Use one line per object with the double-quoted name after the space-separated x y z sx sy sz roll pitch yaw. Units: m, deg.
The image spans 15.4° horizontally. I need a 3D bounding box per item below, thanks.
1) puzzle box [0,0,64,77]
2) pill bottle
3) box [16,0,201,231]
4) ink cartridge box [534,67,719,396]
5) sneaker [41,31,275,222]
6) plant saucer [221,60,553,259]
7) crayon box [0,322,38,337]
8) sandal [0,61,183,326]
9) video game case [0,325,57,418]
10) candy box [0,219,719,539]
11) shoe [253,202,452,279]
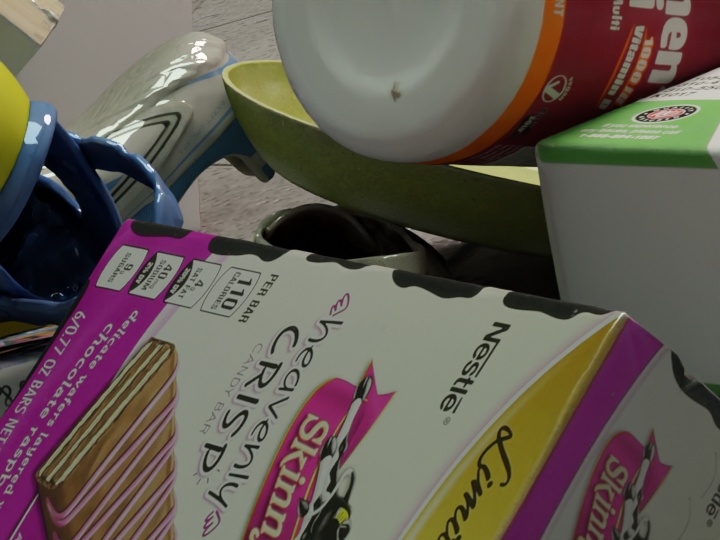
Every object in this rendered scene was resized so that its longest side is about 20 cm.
-0.207 -0.071 0.939 0.200 0.133 0.025 -41 15 40 "puzzle box"
0.073 -0.089 0.910 0.110 0.110 0.200 1 2 42 "pill bottle"
-0.178 -0.087 1.188 0.200 0.152 0.106 3 7 43 "box"
0.179 -0.029 0.848 0.200 0.084 0.145 -24 18 -38 "ink cartridge box"
-0.118 -0.014 1.002 0.200 0.072 0.072 -34 13 -14 "sneaker"
0.044 -0.038 0.980 0.200 0.031 0.200 13 11 -3 "plant saucer"
-0.236 -0.039 1.043 0.200 0.173 0.058 -14 10 -7 "crayon box"
-0.114 -0.005 0.860 0.087 0.080 0.200 24 -14 -11 "sandal"
-0.116 0.036 0.895 0.182 0.024 0.200 -15 2 -9 "video game case"
-0.019 0.067 0.568 0.200 0.061 0.136 10 65 56 "candy box"
0.000 0.000 0.944 0.070 0.053 0.200 -14 15 -8 "shoe"
